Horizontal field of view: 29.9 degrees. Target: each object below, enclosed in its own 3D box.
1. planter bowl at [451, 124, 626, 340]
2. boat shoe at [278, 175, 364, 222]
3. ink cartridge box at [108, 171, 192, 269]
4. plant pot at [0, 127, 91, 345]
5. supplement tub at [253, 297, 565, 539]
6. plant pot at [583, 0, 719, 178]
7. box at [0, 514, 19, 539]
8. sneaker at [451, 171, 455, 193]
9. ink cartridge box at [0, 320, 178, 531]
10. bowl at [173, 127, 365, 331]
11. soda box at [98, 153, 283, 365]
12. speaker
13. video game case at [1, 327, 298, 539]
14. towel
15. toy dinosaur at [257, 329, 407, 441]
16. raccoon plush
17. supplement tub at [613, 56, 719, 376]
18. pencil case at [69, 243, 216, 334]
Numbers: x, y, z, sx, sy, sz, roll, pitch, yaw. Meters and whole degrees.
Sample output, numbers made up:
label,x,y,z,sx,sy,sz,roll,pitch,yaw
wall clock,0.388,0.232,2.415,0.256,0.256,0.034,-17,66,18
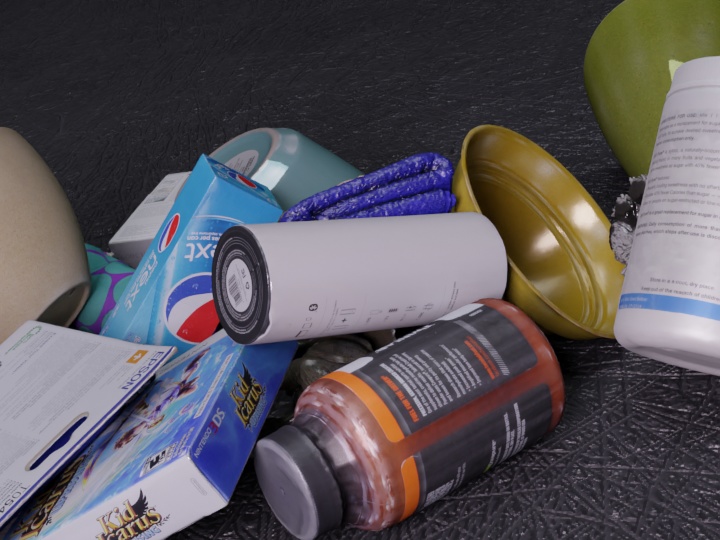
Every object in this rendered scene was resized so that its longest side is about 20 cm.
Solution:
label,x,y,z,sx,sy,sz,roll,pitch,yaw
planter bowl,0.126,-0.011,1.069,0.083,0.200,0.200,-41,7,32
boat shoe,0.000,-0.040,1.105,0.200,0.065,0.071,-28,71,-33
ink cartridge box,-0.177,-0.053,1.409,0.109,0.051,0.200,-6,22,13
plant pot,-0.303,0.001,1.118,0.134,0.200,0.200,39,39,7
supplement tub,0.031,0.100,0.882,0.200,0.107,0.107,-24,26,-29
plant pot,0.306,-0.137,1.251,0.186,0.188,0.200,-7,38,11
box,-0.239,0.131,1.023,0.041,0.039,0.200,-12,23,7
sneaker,0.014,-0.040,1.238,0.199,0.088,0.076,-16,23,-11
ink cartridge box,-0.237,0.119,0.924,0.200,0.041,0.200,6,43,47
bowl,-0.092,-0.051,1.202,0.200,0.105,0.201,-30,29,18
soda box,-0.141,0.015,1.058,0.064,0.200,0.068,26,11,-23
speaker,0.003,0.004,0.928,0.199,0.082,0.081,-5,16,-33
video game case,-0.142,0.122,0.898,0.181,0.045,0.200,-33,15,22
towel,0.000,0.000,1.047,0.147,0.200,0.050,-24,64,-19
toy dinosaur,-0.025,0.082,0.991,0.102,0.077,0.200,-10,19,20
raccoon plush,0.286,-0.004,1.078,0.134,0.097,0.200,6,51,-40
supplement tub,0.257,-0.032,0.927,0.131,0.201,0.132,14,-6,2
pencil case,-0.212,0.027,1.194,0.200,0.085,0.092,15,58,46
